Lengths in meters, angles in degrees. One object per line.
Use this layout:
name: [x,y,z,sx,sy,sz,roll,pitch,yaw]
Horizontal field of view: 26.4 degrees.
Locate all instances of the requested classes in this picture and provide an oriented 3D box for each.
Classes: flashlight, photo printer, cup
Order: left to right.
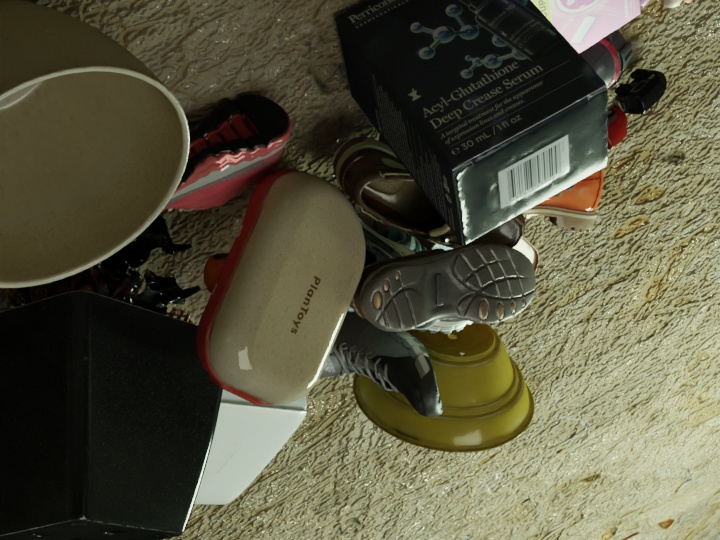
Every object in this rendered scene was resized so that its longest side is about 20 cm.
cup: [-0.240,-0.109,1.089,0.199,0.144,0.201,-23,146,-17]
photo printer: [-0.171,0.169,1.582,0.199,0.070,0.167,13,124,-50]
flashlight: [0.187,-0.159,1.405,0.200,0.067,0.068,-51,141,-45]

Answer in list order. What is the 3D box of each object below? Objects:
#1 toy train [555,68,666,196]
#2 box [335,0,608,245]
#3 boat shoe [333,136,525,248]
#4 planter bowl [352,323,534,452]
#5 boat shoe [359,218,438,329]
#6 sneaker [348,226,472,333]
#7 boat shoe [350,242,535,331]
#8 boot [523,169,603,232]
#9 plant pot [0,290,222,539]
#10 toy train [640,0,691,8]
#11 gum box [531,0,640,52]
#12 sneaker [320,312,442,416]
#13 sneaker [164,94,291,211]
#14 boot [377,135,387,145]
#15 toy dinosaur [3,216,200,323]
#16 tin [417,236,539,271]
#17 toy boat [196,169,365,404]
toy train: [0.243,-0.138,1.527,0.200,0.046,0.034,-44,122,-27]
box: [0.093,-0.150,1.288,0.148,0.201,0.107,-29,147,-10]
boat shoe: [0.068,-0.052,1.391,0.201,0.075,0.075,17,115,-25]
planter bowl: [0.094,0.100,1.642,0.199,0.200,0.084,-14,126,-30]
boat shoe: [0.000,0.000,1.436,0.200,0.071,0.072,39,121,-21]
sneaker: [0.045,0.003,1.526,0.198,0.078,0.087,10,121,-25]
boat shoe: [0.072,0.011,1.402,0.198,0.072,0.077,-2,98,-33]
boot: [0.171,-0.107,1.556,0.199,0.075,0.108,6,110,-38]
plant pot: [-0.241,0.142,1.310,0.198,0.179,0.199,-16,159,30]
toy train: [0.326,-0.308,1.435,0.198,0.056,0.151,-15,143,-28]
gum box: [0.174,-0.275,1.325,0.113,0.066,0.201,-32,148,-7]
sneaker: [0.004,0.099,1.547,0.114,0.200,0.076,-19,122,-9]
sneaker: [-0.147,-0.073,1.287,0.199,0.074,0.087,-21,147,-22]
boot: [0.099,-0.096,1.461,0.199,0.071,0.145,14,116,-28]
toy dinosaur: [-0.219,0.014,1.345,0.135,0.103,0.200,-32,170,25]
tin: [0.122,-0.016,1.645,0.112,0.042,0.200,-36,148,9]
toy boat: [-0.086,0.009,1.331,0.130,0.130,0.202,32,78,-45]
